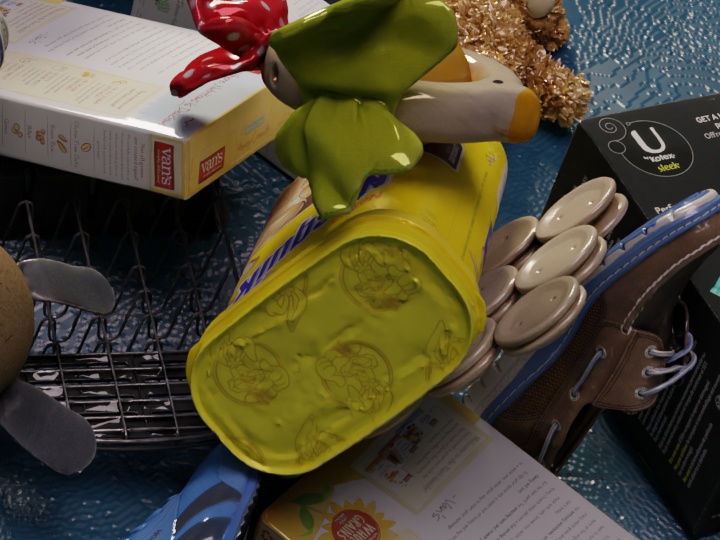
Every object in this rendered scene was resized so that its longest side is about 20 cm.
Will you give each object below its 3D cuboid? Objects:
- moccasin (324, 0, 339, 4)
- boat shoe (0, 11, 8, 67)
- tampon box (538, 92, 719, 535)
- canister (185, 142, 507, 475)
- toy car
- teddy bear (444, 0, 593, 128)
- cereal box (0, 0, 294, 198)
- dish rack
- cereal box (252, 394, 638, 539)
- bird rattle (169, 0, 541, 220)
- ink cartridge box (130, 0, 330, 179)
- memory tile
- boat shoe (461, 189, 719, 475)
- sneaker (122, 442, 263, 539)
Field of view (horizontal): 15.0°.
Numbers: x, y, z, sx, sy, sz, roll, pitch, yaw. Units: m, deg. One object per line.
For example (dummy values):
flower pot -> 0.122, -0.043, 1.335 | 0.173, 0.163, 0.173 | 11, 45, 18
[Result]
moccasin -> -0.069, -0.210, 1.607 | 0.200, 0.080, 0.068 | 43, 64, -21
boat shoe -> -0.228, -0.151, 1.437 | 0.062, 0.072, 0.200 | -18, 32, -27
tampon box -> 0.208, 0.017, 1.500 | 0.149, 0.127, 0.201 | -11, 52, -28
canister -> 0.000, 0.000, 1.380 | 0.087, 0.148, 0.200 | 48, 23, -13
toy car -> -0.218, 0.027, 1.325 | 0.199, 0.158, 0.165 | 14, 66, -20
teddy bear -> 0.069, -0.133, 1.636 | 0.145, 0.067, 0.200 | 44, 50, 19
cereal box -> -0.146, -0.098, 1.481 | 0.199, 0.040, 0.144 | 15, 27, 22
dish rack -> -0.130, 0.018, 1.438 | 0.152, 0.055, 0.201 | -2, 51, -18
cereal box -> 0.062, 0.156, 1.381 | 0.200, 0.040, 0.144 | 38, 48, 17
bird rattle -> -0.003, -0.090, 1.347 | 0.162, 0.114, 0.200 | 5, 8, -25
ink cartridge box -> -0.045, -0.113, 1.556 | 0.200, 0.100, 0.039 | 38, 47, 17
memory tile -> 0.044, 0.029, 1.393 | 0.017, 0.199, 0.154 | 51, 30, -17
boat shoe -> 0.136, 0.036, 1.413 | 0.073, 0.200, 0.072 | 51, 42, 10
sneaker -> -0.101, 0.145, 1.319 | 0.078, 0.066, 0.201 | 19, 45, 5
